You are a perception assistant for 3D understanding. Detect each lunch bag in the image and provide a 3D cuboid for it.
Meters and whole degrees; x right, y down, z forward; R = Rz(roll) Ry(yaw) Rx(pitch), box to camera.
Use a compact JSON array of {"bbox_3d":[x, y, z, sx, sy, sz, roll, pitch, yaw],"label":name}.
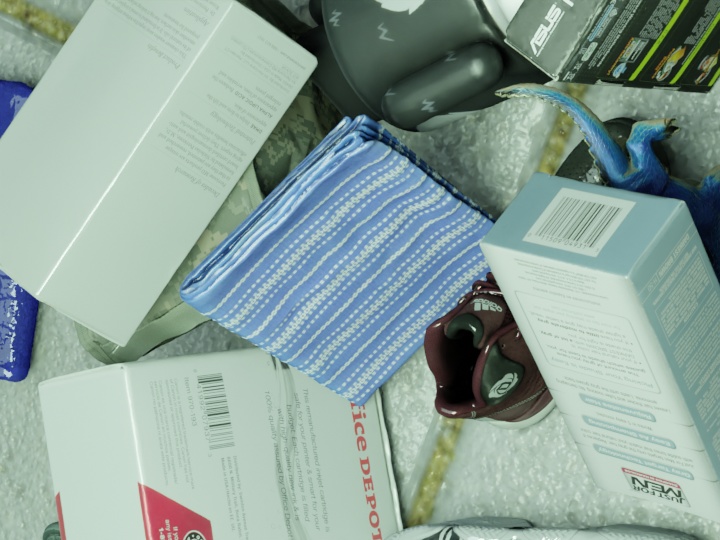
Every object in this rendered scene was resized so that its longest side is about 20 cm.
[{"bbox_3d":[-0.092,-0.047,1.573,0.164,0.118,0.200,-28,46,30],"label":"lunch bag"}]

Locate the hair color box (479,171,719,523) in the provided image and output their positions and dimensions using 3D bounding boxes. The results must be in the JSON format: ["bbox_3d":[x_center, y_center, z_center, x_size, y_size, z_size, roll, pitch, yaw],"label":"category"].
[{"bbox_3d":[0.150,0.044,1.415,0.099,0.200,0.061,14,54,40],"label":"hair color box"}]

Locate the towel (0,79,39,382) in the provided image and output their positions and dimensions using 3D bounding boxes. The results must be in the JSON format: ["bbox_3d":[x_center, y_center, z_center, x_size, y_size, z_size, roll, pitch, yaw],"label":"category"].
[{"bbox_3d":[-0.270,-0.032,1.764,0.147,0.050,0.200,10,96,24],"label":"towel"}]

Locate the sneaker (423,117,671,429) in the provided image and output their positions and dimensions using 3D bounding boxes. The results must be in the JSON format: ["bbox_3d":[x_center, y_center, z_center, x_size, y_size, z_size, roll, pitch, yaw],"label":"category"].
[{"bbox_3d":[0.101,0.007,1.490,0.076,0.115,0.200,32,108,27],"label":"sneaker"}]

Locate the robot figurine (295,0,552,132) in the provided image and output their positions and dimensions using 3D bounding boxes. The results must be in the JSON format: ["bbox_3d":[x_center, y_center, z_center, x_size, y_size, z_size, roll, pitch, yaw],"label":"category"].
[{"bbox_3d":[0.057,-0.154,1.499,0.200,0.125,0.151,-21,74,34],"label":"robot figurine"}]

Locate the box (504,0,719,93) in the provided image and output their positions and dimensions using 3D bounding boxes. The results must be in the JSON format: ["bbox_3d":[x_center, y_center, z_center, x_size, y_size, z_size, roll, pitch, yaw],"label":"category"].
[{"bbox_3d":[0.183,-0.188,1.390,0.048,0.193,0.200,40,112,22],"label":"box"}]

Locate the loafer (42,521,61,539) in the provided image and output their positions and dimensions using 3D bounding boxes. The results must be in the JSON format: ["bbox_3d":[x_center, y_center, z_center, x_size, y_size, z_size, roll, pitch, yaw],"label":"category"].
[{"bbox_3d":[-0.112,0.198,1.672,0.200,0.063,0.072,21,133,33],"label":"loafer"}]

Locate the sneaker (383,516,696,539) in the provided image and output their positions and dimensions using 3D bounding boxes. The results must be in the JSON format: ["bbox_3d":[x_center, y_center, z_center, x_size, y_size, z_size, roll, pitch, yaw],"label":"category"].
[{"bbox_3d":[0.100,0.203,1.519,0.200,0.075,0.115,0,89,29],"label":"sneaker"}]

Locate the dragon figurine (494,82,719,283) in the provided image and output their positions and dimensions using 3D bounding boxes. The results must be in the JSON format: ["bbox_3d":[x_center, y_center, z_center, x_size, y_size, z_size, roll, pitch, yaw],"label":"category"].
[{"bbox_3d":[0.155,-0.025,1.440,0.059,0.200,0.100,-19,44,54],"label":"dragon figurine"}]

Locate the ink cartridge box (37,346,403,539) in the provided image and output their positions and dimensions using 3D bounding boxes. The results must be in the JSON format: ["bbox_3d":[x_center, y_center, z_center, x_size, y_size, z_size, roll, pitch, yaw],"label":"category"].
[{"bbox_3d":[-0.079,0.121,1.554,0.083,0.200,0.145,-13,84,44],"label":"ink cartridge box"}]

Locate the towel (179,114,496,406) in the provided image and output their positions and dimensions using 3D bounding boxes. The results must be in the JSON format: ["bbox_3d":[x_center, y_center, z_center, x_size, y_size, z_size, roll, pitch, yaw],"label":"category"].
[{"bbox_3d":[0.000,0.000,1.491,0.145,0.200,0.024,-44,53,9],"label":"towel"}]

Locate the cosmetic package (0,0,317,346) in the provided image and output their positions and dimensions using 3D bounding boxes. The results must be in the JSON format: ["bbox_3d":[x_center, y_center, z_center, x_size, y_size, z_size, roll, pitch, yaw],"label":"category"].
[{"bbox_3d":[-0.130,-0.073,1.484,0.200,0.081,0.113,-55,44,4],"label":"cosmetic package"}]
